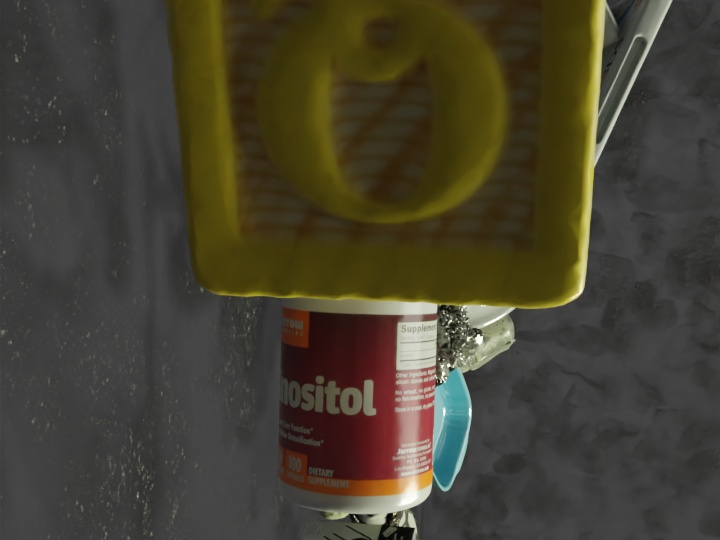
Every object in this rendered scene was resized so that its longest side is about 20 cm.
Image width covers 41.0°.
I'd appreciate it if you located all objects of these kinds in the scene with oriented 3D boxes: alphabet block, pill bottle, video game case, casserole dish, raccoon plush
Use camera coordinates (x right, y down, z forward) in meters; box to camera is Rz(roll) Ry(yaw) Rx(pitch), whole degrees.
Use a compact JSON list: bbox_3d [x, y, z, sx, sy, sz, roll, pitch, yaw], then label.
[{"bbox_3d":[0.021,-0.108,0.516,0.200,0.196,0.195,-71,160,-65],"label":"alphabet block"},{"bbox_3d":[-0.002,0.063,0.693,0.113,0.113,0.200,-6,97,-82],"label":"pill bottle"},{"bbox_3d":[0.175,-0.136,0.810,0.182,0.022,0.200,-64,-172,-3],"label":"video game case"},{"bbox_3d":[0.077,0.156,1.048,0.121,0.039,0.200,-67,150,-31],"label":"casserole dish"},{"bbox_3d":[0.075,0.017,0.792,0.134,0.097,0.200,-20,144,-57],"label":"raccoon plush"}]

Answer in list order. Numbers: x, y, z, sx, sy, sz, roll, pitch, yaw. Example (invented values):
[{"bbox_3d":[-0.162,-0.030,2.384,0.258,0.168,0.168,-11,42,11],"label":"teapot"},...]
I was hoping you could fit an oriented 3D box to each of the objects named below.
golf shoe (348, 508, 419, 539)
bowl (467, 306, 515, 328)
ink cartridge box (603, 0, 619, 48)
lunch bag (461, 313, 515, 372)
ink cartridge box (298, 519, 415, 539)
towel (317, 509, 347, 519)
[{"bbox_3d":[0.013,0.260,1.029,0.094,0.078,0.200,-57,138,-69],"label":"golf shoe"},{"bbox_3d":[0.082,-0.031,1.011,0.201,0.201,0.090,-79,160,-49],"label":"bowl"},{"bbox_3d":[0.082,-0.209,0.765,0.145,0.200,0.084,55,24,-23],"label":"ink cartridge box"},{"bbox_3d":[0.086,0.071,1.171,0.139,0.168,0.200,58,1,9],"label":"lunch bag"},{"bbox_3d":[-0.013,0.252,0.722,0.200,0.094,0.044,-56,147,-77],"label":"ink cartridge box"},{"bbox_3d":[0.010,0.121,0.898,0.200,0.036,0.148,-68,179,-57],"label":"towel"}]
